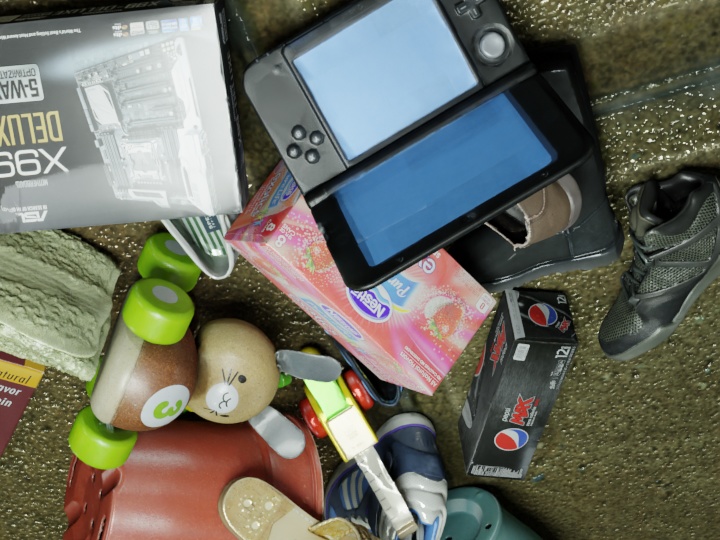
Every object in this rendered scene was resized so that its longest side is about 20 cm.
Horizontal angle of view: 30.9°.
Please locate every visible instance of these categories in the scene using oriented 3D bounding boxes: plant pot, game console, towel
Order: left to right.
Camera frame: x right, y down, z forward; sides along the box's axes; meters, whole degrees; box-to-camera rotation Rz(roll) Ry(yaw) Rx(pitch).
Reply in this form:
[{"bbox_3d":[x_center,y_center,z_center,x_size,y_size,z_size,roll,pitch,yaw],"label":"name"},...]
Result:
[{"bbox_3d":[-0.293,0.001,1.059,0.198,0.149,0.037,25,125,-22],"label":"towel"},{"bbox_3d":[-0.164,0.222,1.216,0.193,0.202,0.201,11,132,-28],"label":"plant pot"},{"bbox_3d":[0.035,-0.114,0.926,0.199,0.116,0.177,-30,99,2],"label":"game console"},{"bbox_3d":[0.127,0.343,1.394,0.198,0.201,0.189,-24,116,17],"label":"plant pot"}]

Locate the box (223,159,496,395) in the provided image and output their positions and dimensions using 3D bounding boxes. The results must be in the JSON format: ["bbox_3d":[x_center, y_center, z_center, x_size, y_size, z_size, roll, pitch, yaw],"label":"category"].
[{"bbox_3d":[0.000,0.000,1.067,0.200,0.094,0.103,44,75,-24],"label":"box"}]

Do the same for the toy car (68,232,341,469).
[{"bbox_3d":[-0.124,0.093,1.117,0.198,0.158,0.165,22,116,-12],"label":"toy car"}]

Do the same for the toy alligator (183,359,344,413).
[{"bbox_3d":[-0.108,0.089,1.211,0.198,0.059,0.055,-17,90,26],"label":"toy alligator"}]

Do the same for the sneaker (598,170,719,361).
[{"bbox_3d":[0.253,-0.010,1.143,0.113,0.077,0.200,24,124,-22],"label":"sneaker"}]

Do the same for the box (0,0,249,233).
[{"bbox_3d":[-0.191,-0.116,0.976,0.197,0.050,0.160,-4,110,4],"label":"box"}]

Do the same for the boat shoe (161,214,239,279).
[{"bbox_3d":[-0.144,-0.077,1.048,0.073,0.067,0.201,-22,129,16],"label":"boat shoe"}]

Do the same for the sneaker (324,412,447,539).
[{"bbox_3d":[0.022,0.255,1.319,0.080,0.147,0.201,19,129,-21],"label":"sneaker"}]

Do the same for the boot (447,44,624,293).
[{"bbox_3d":[0.120,-0.081,1.069,0.163,0.066,0.201,-14,132,14],"label":"boot"}]

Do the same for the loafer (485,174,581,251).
[{"bbox_3d":[0.075,-0.086,1.003,0.199,0.071,0.074,31,136,18],"label":"loafer"}]

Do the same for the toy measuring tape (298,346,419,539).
[{"bbox_3d":[-0.003,0.160,1.246,0.073,0.074,0.201,-30,93,22],"label":"toy measuring tape"}]

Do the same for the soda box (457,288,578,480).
[{"bbox_3d":[0.147,0.111,1.247,0.062,0.071,0.201,4,133,-10],"label":"soda box"}]

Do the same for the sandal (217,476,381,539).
[{"bbox_3d":[-0.027,0.249,1.135,0.211,0.078,0.070,34,163,-15],"label":"sandal"}]

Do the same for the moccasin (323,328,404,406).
[{"bbox_3d":[0.008,0.044,1.174,0.080,0.069,0.201,-20,131,14],"label":"moccasin"}]

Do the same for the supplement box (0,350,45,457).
[{"bbox_3d":[-0.388,0.073,1.125,0.195,0.134,0.201,19,129,-21],"label":"supplement box"}]
